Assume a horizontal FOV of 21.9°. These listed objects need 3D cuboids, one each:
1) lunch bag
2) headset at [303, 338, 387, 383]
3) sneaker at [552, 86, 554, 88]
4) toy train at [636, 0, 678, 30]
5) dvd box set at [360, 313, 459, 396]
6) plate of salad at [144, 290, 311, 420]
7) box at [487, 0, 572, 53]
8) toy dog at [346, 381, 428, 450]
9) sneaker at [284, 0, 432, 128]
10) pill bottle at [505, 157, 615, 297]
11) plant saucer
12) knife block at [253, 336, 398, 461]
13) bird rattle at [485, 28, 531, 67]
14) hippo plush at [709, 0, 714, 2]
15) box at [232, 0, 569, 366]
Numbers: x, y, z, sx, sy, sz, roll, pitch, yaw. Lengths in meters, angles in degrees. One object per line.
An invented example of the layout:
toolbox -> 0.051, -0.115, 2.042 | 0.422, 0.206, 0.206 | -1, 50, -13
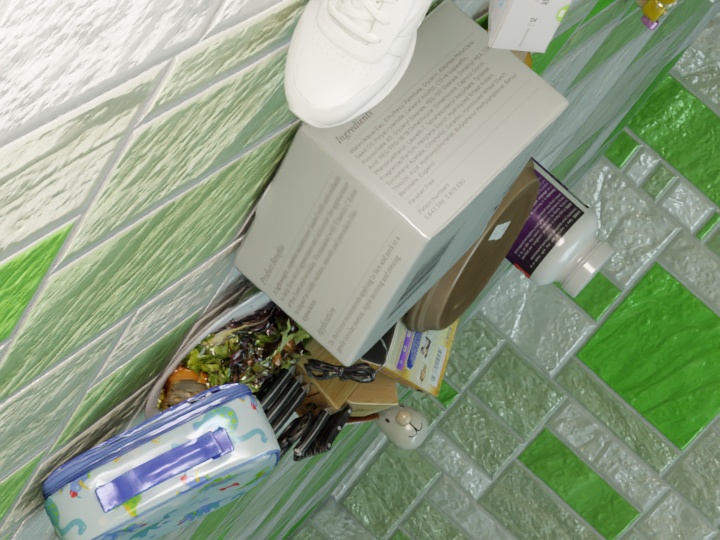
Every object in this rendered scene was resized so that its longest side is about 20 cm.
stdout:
lunch bag -> -0.165, 0.171, 1.556 | 0.199, 0.083, 0.161 | -27, 170, -8
headset -> 0.000, 0.000, 1.669 | 0.123, 0.093, 0.201 | 27, 66, -80
sneaker -> 0.126, -0.110, 1.855 | 0.200, 0.071, 0.113 | -34, 132, -38
toy train -> 0.395, -0.377, 2.296 | 0.150, 0.056, 0.200 | -49, 176, -5
dvd box set -> 0.058, 0.038, 1.831 | 0.200, 0.029, 0.147 | 34, 71, -70
plate of salad -> -0.104, 0.080, 1.641 | 0.200, 0.048, 0.200 | -36, 161, -15
box -> 0.114, -0.241, 1.076 | 0.200, 0.041, 0.157 | 116, -22, -66
toy dog -> -0.018, 0.104, 1.942 | 0.096, 0.199, 0.133 | 76, 29, -64
sneaker -> 0.011, -0.176, 1.067 | 0.201, 0.075, 0.100 | -58, 165, 7
pill bottle -> 0.203, -0.061, 2.214 | 0.113, 0.200, 0.112 | -47, 172, -8
plant saucer -> 0.110, -0.021, 1.746 | 0.200, 0.029, 0.200 | -51, 166, -18
knife block -> -0.052, 0.090, 1.837 | 0.175, 0.201, 0.064 | 6, 162, -36
bird rattle -> 0.115, -0.156, 1.646 | 0.200, 0.112, 0.164 | 72, 43, -85
hippo plush -> 0.352, -0.340, 1.814 | 0.161, 0.159, 0.201 | 160, -46, -82
box -> 0.028, -0.067, 1.442 | 0.200, 0.131, 0.199 | -44, 171, -36
